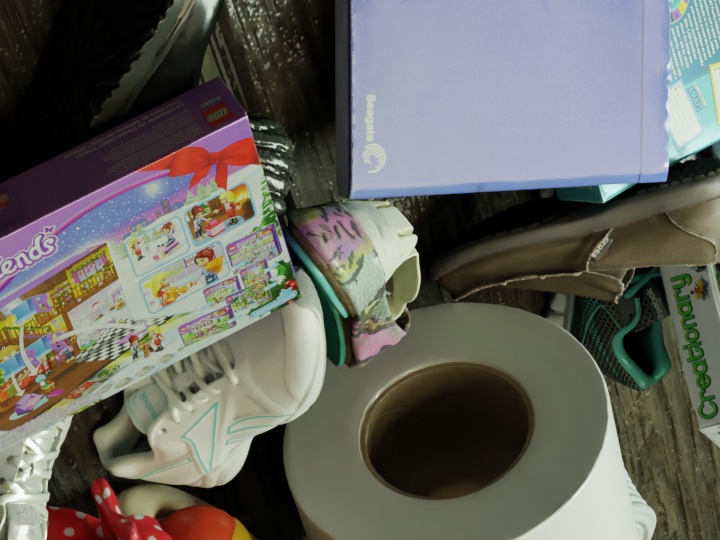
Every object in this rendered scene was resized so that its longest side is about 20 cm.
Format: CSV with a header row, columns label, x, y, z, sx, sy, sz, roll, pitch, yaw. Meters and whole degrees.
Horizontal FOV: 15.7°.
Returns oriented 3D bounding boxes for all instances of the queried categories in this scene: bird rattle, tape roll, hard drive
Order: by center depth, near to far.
label,x,y,z,sx,sy,sz,roll,pitch,yaw
hard drive,0.083,-0.112,1.486,0.199,0.025,0.133,-4,100,-21
bird rattle,-0.100,0.181,1.503,0.199,0.163,0.113,24,105,-11
tape roll,0.064,0.139,1.597,0.202,0.202,0.140,-38,139,-19

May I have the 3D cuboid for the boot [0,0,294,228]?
label,x,y,z,sx,sy,sz,roll,pitch,yaw
boot,-0.089,-0.087,1.370,0.157,0.080,0.212,11,121,-41

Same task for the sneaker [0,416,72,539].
label,x,y,z,sx,sy,sz,roll,pitch,yaw
sneaker,-0.186,0.111,1.405,0.075,0.100,0.201,26,97,-49

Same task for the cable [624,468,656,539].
label,x,y,z,sx,sy,sz,roll,pitch,yaw
cable,0.109,0.205,1.757,0.200,0.069,0.200,-51,154,23

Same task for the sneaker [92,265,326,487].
label,x,y,z,sx,sy,sz,roll,pitch,yaw
sneaker,-0.083,0.067,1.456,0.080,0.071,0.200,-3,148,-34

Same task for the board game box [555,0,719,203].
label,x,y,z,sx,sy,sz,roll,pitch,yaw
board game box,0.185,-0.149,1.583,0.199,0.047,0.152,-27,108,-30

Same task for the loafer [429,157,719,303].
label,x,y,z,sx,sy,sz,roll,pitch,yaw
loafer,0.137,-0.009,1.585,0.071,0.199,0.073,71,23,-11

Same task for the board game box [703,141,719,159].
label,x,y,z,sx,sy,sz,roll,pitch,yaw
board game box,0.275,-0.012,1.697,0.064,0.201,0.148,-14,137,5

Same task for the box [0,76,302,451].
label,x,y,z,sx,sy,sz,roll,pitch,yaw
box,-0.136,0.002,1.326,0.199,0.039,0.137,-27,137,-11

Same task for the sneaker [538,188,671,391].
label,x,y,z,sx,sy,sz,roll,pitch,yaw
sneaker,0.170,-0.005,1.685,0.077,0.091,0.201,-33,137,-25

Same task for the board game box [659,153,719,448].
label,x,y,z,sx,sy,sz,roll,pitch,yaw
board game box,0.218,0.013,1.659,0.034,0.201,0.126,-16,162,14

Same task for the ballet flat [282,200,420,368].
label,x,y,z,sx,sy,sz,roll,pitch,yaw
ballet flat,0.000,0.000,1.498,0.071,0.069,0.200,-31,160,-6
